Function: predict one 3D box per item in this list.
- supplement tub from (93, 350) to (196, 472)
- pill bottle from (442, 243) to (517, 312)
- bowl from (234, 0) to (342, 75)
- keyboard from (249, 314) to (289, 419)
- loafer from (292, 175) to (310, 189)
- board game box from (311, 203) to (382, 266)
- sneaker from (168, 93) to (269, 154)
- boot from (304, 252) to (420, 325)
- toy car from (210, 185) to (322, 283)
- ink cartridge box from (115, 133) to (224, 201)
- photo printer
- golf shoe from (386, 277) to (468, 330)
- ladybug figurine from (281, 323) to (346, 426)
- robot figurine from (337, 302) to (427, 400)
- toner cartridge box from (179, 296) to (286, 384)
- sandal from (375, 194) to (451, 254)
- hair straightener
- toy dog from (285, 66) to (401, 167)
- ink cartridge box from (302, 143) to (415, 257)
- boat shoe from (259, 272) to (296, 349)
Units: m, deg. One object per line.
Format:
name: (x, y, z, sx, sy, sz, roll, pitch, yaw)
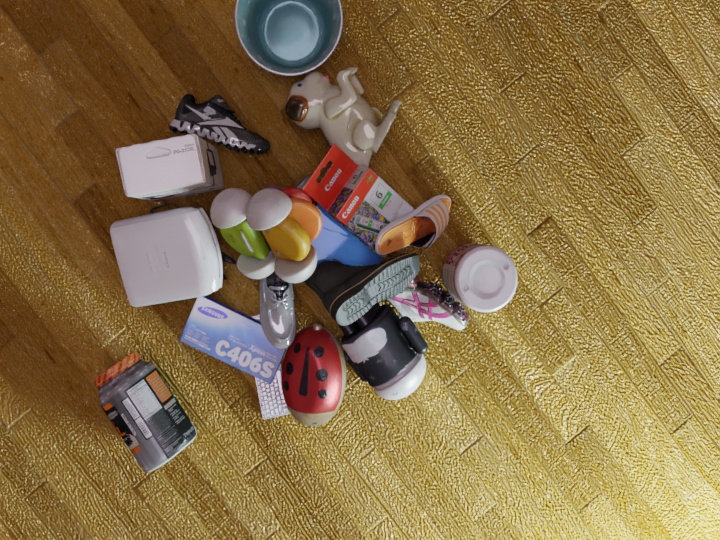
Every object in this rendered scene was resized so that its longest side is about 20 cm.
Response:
supplement tub: (-0.410, 0.264, 1.312, 0.121, 0.123, 0.203, -33, 93, 0)
pill bottle: (0.213, 0.009, 1.283, 0.110, 0.200, 0.117, 0, 93, -2)
bowl: (-0.130, -0.457, 1.294, 0.194, 0.105, 0.208, 0, 92, -2)
keyboard: (-0.185, 0.190, 1.372, 0.055, 0.011, 0.206, -11, 94, -2)
loafer: (-0.172, -0.119, 1.328, 0.199, 0.070, 0.070, -40, 102, 1)
board game box: (-0.026, -0.068, 1.352, 0.154, 0.039, 0.205, 17, 92, -13)
sneaker: (-0.261, -0.283, 1.317, 0.195, 0.066, 0.093, 17, 95, -1)
boot: (0.000, 0.000, 1.289, 0.197, 0.138, 0.079, -28, 133, -21)
toy car: (-0.155, -0.085, 1.226, 0.195, 0.152, 0.177, 4, 137, 32)
ink cartridge box: (-0.337, -0.181, 1.252, 0.140, 0.200, 0.087, -11, 93, -1)
photo printer: (-0.355, -0.026, 1.295, 0.194, 0.070, 0.171, -8, 103, 14)
golf shoe: (0.117, 0.065, 1.354, 0.197, 0.073, 0.094, 31, 111, 3)
ladybug figurine: (-0.095, 0.204, 1.330, 0.132, 0.072, 0.207, 6, 98, 18)
robot figurine: (0.042, 0.147, 1.322, 0.124, 0.150, 0.202, -38, 98, -14)
toner cartridge box: (-0.240, 0.132, 1.340, 0.196, 0.043, 0.097, 25, 89, -3)
sandal: (0.113, -0.071, 1.299, 0.204, 0.059, 0.081, -31, 139, -34)
hair straightener: (-0.323, -0.068, 1.345, 0.198, 0.041, 0.078, 36, 91, 1)
toy dog: (-0.044, -0.292, 1.306, 0.197, 0.141, 0.196, 30, 125, -4)
ink cartridge box: (-0.001, -0.128, 1.278, 0.199, 0.050, 0.110, 38, 86, -30)
boat shoe: (-0.156, 0.042, 1.312, 0.070, 0.069, 0.206, 0, 75, -11)
